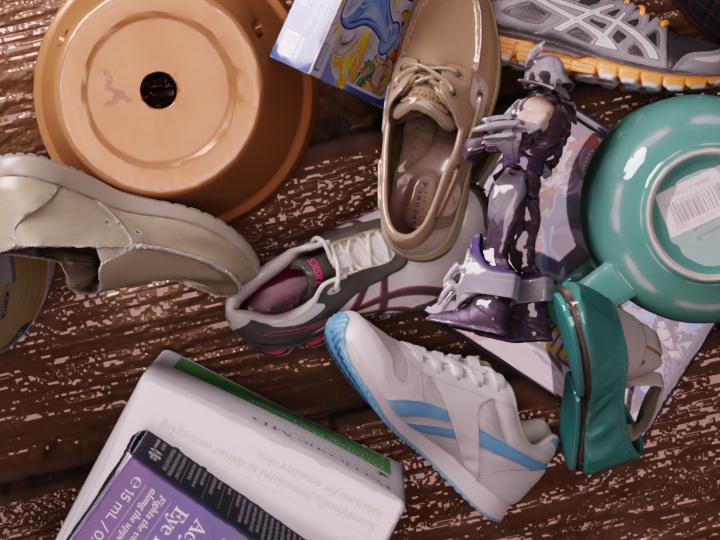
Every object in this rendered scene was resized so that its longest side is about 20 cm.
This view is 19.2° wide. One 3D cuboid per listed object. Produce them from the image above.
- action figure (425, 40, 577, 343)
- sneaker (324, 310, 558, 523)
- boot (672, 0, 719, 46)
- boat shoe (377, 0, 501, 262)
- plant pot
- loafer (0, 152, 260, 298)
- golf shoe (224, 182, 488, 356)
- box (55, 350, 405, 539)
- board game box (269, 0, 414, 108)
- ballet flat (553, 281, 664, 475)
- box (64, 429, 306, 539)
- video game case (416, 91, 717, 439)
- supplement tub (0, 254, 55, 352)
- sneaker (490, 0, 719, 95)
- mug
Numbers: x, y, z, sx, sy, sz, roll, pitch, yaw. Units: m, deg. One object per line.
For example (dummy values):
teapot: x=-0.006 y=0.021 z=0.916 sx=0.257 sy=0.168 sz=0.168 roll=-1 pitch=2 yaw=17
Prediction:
action figure: x=0.102 y=-0.055 z=1.402 sx=0.069 sy=0.130 sz=0.201 roll=9 pitch=85 yaw=26
sneaker: x=0.054 y=0.085 z=1.467 sx=0.081 sy=0.077 sz=0.200 roll=-46 pitch=118 yaw=1
boot: x=0.309 y=-0.183 z=1.475 sx=0.200 sy=0.075 sz=0.097 roll=35 pitch=68 yaw=8
boat shoe: x=0.051 y=-0.108 z=1.408 sx=0.071 sy=0.065 sz=0.201 roll=4 pitch=80 yaw=12
plant pot: x=-0.128 y=-0.120 z=1.435 sx=0.199 sy=0.140 sz=0.201 roll=0 pitch=95 yaw=0
loafer: x=-0.159 y=-0.014 z=1.376 sx=0.199 sy=0.076 sz=0.069 roll=20 pitch=73 yaw=-27
golf shoe: x=0.000 y=0.000 z=1.454 sx=0.200 sy=0.088 sz=0.077 roll=-28 pitch=77 yaw=8
box: x=-0.097 y=0.187 z=1.441 sx=0.198 sy=0.171 sz=0.201 roll=26 pitch=94 yaw=-2
board game box: x=0.021 y=-0.216 z=1.429 sx=0.034 sy=0.135 sz=0.201 roll=26 pitch=95 yaw=24
ballet flat: x=0.167 y=0.066 z=1.415 sx=0.070 sy=0.200 sz=0.068 roll=-13 pitch=53 yaw=-3
box: x=-0.097 y=0.217 z=1.305 sx=0.200 sy=0.104 sz=0.148 roll=34 pitch=93 yaw=-2
video game case: x=0.159 y=-0.003 z=1.498 sx=0.200 sy=0.026 sz=0.181 roll=32 pitch=94 yaw=-2
supplement tub: x=-0.288 y=0.001 z=1.407 sx=0.144 sy=0.200 sz=0.145 roll=1 pitch=99 yaw=9
sneaker: x=0.164 y=-0.167 z=1.462 sx=0.199 sy=0.078 sz=0.078 roll=12 pitch=89 yaw=1
mug: x=0.221 y=-0.026 z=1.426 sx=0.152 sy=0.114 sz=0.186 roll=19 pitch=94 yaw=-2
